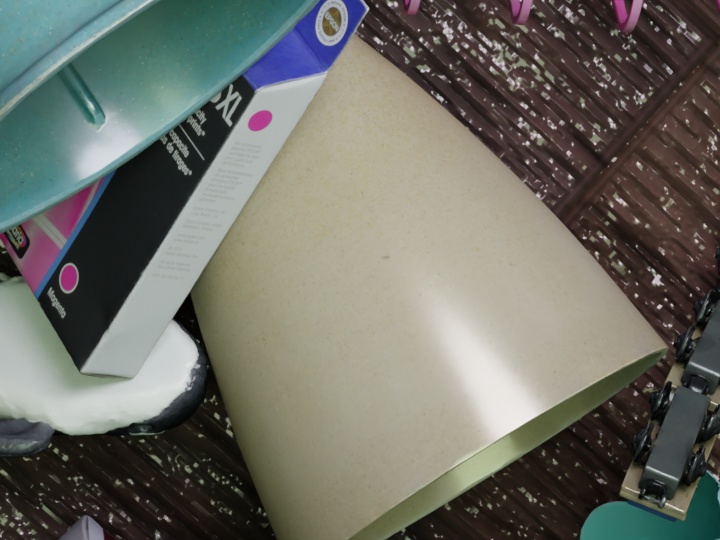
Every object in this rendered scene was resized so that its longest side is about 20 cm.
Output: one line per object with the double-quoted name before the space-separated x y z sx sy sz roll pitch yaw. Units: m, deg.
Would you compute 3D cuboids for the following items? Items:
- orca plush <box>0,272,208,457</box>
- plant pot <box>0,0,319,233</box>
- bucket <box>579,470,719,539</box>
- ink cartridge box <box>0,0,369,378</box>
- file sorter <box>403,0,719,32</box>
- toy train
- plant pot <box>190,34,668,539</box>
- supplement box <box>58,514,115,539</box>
"orca plush" -0.156 0.052 1.240 0.199 0.071 0.106 -7 55 10
"plant pot" -0.136 -0.143 1.018 0.200 0.200 0.197 -36 85 1
"bucket" 0.128 0.201 1.203 0.135 0.207 0.207 43 92 -11
"ink cartridge box" -0.077 -0.060 1.158 0.037 0.095 0.200 9 125 -44
"file sorter" 0.117 -0.176 1.180 0.199 0.126 0.140 4 125 -6
"toy train" 0.151 0.041 1.221 0.034 0.200 0.046 23 132 8
"plant pot" 0.000 0.000 1.205 0.187 0.187 0.201 -32 82 0
"supplement box" -0.093 0.222 1.276 0.109 0.061 0.200 -44 101 1
